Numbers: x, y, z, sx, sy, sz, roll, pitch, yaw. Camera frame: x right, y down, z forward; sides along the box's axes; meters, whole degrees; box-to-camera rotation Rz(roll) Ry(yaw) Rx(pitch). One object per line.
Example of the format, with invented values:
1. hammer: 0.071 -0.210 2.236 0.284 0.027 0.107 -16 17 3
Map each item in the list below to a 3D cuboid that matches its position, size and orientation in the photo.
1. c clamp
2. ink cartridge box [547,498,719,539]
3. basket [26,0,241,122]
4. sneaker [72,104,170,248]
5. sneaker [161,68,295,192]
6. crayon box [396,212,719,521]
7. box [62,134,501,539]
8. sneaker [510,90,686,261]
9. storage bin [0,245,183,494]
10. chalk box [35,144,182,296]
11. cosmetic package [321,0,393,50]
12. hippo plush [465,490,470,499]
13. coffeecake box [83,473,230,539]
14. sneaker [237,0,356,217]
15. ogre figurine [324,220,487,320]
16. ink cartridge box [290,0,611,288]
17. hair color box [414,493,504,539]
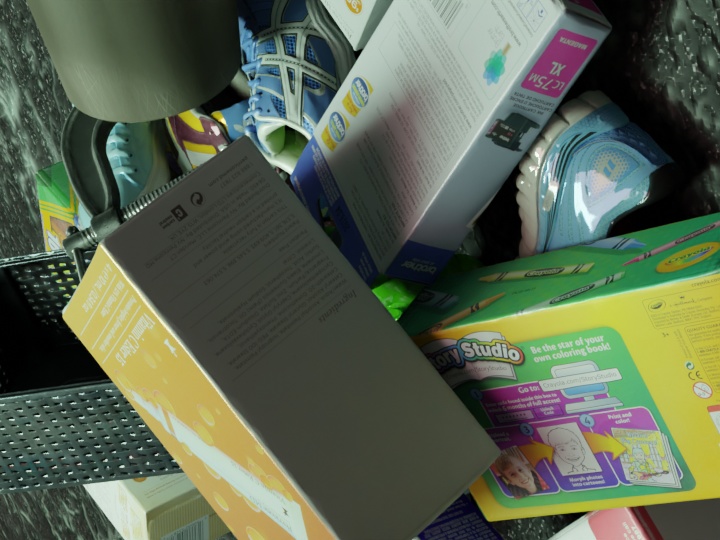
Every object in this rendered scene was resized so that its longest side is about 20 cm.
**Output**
1. c clamp: -0.120 -0.075 1.088 0.172 0.199 0.027 60 -174 31
2. ink cartridge box: 0.162 0.198 0.900 0.147 0.084 0.200 60 150 13
3. basket: -0.139 -0.201 0.954 0.135 0.181 0.201 14 135 26
4. sneaker: -0.184 -0.099 1.184 0.082 0.073 0.201 48 -154 -35
5. sneaker: -0.079 -0.068 1.132 0.201 0.074 0.090 56 156 18
6. crayon box: 0.121 0.050 0.791 0.199 0.058 0.119 -13 114 41
7. box: -0.044 0.056 0.824 0.200 0.097 0.124 51 154 3
8. sneaker: 0.122 0.013 0.840 0.090 0.078 0.202 35 141 36
9. storage bin: -0.172 0.061 1.099 0.136 0.198 0.094 -84 -21 -46
10. chalk box: -0.143 0.003 1.246 0.200 0.123 0.125 44 146 36
11. cosmetic package: -0.027 -0.231 0.943 0.201 0.050 0.083 57 152 19
12. hippo plush: -0.014 0.140 1.087 0.161 0.158 0.201 55 151 19
13. coffeecake box: -0.157 0.125 1.334 0.200 0.152 0.074 43 145 37
14. sneaker: -0.042 -0.119 1.026 0.201 0.076 0.076 57 153 22
15. ogre figurine: 0.000 0.000 0.962 0.119 0.099 0.200 -1 148 42
16. ink cartridge box: 0.038 -0.083 0.838 0.201 0.042 0.120 -54 41 28
17. hair color box: 0.006 0.157 0.946 0.200 0.064 0.110 49 126 28
